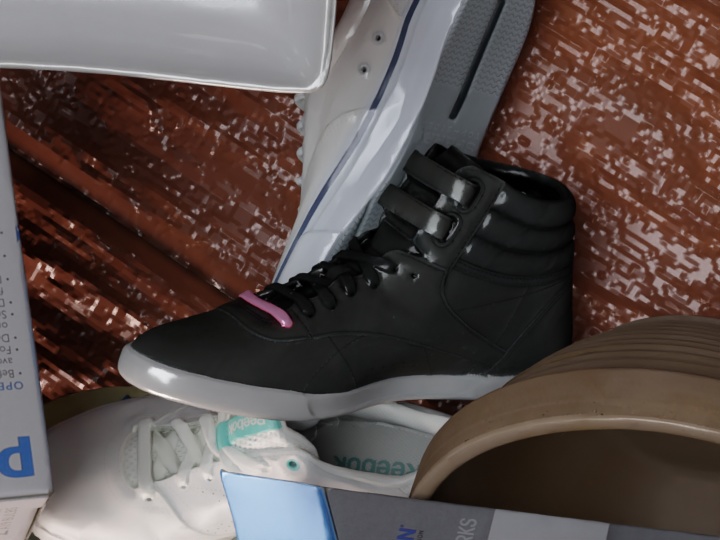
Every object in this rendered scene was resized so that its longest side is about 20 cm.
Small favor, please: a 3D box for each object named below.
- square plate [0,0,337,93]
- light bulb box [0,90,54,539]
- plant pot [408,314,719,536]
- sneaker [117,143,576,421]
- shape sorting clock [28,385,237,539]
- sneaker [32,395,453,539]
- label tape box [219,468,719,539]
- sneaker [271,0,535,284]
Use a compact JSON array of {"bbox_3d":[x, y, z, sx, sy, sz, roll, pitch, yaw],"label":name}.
[{"bbox_3d":[-0.097,-0.167,1.045,0.200,0.028,0.198,4,84,12],"label":"square plate"},{"bbox_3d":[-0.203,0.028,1.115,0.125,0.198,0.200,-5,71,-15],"label":"light bulb box"},{"bbox_3d":[0.124,0.083,1.075,0.201,0.201,0.093,3,49,18],"label":"plant pot"},{"bbox_3d":[0.000,0.000,1.090,0.071,0.200,0.099,34,122,53],"label":"sneaker"},{"bbox_3d":[-0.099,0.149,1.196,0.200,0.039,0.200,-3,79,15],"label":"shape sorting clock"},{"bbox_3d":[-0.046,0.072,1.135,0.200,0.088,0.075,-3,68,6],"label":"sneaker"},{"bbox_3d":[0.045,0.152,1.064,0.200,0.144,0.063,6,50,14],"label":"label tape box"},{"bbox_3d":[0.004,-0.048,1.160,0.071,0.073,0.200,33,100,41],"label":"sneaker"}]
